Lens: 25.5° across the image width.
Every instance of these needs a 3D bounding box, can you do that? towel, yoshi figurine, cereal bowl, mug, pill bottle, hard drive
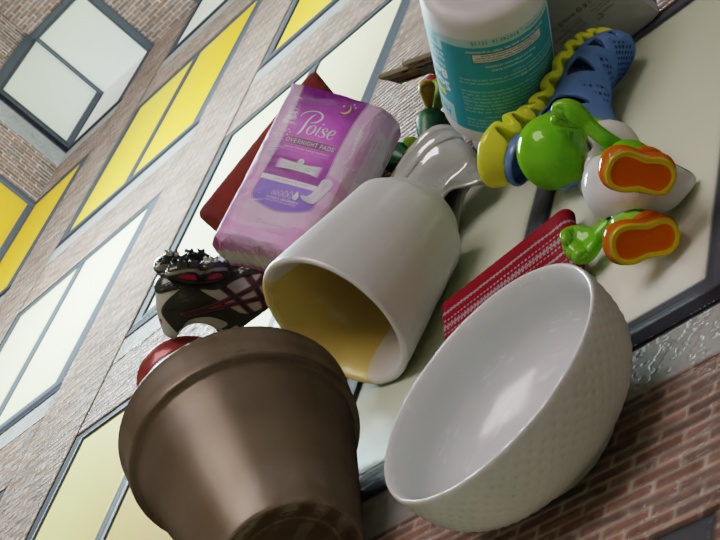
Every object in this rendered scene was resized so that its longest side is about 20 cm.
[{"bbox_3d":[0.124,0.042,1.259,0.145,0.022,0.200,-40,23,22],"label":"towel"},{"bbox_3d":[0.174,-0.074,1.223,0.112,0.112,0.200,-46,16,10],"label":"yoshi figurine"},{"bbox_3d":[0.111,0.097,1.083,0.200,0.083,0.200,-43,20,20],"label":"cereal bowl"},{"bbox_3d":[0.001,-0.006,1.440,0.186,0.150,0.153,6,46,40],"label":"mug"},{"bbox_3d":[0.121,-0.190,1.437,0.110,0.200,0.111,-7,49,9],"label":"pill bottle"},{"bbox_3d":[0.160,-0.258,1.469,0.132,0.200,0.025,-38,35,32],"label":"hard drive"}]

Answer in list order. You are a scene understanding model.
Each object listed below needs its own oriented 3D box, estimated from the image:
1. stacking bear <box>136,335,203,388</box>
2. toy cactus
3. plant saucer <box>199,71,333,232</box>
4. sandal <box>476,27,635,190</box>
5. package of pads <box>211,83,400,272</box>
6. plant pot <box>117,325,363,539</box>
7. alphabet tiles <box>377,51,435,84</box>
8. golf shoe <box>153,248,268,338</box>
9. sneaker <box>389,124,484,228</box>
[{"bbox_3d":[-0.163,0.153,1.586,0.121,0.114,0.200,-47,23,8],"label":"stacking bear"},{"bbox_3d":[0.045,-0.126,1.679,0.200,0.102,0.165,-45,27,-10],"label":"toy cactus"},{"bbox_3d":[-0.064,-0.092,1.760,0.037,0.200,0.200,36,85,32],"label":"plant saucer"},{"bbox_3d":[0.190,-0.134,1.392,0.087,0.080,0.200,23,61,32],"label":"sandal"},{"bbox_3d":[-0.052,-0.083,1.604,0.120,0.076,0.201,17,70,25],"label":"package of pads"},{"bbox_3d":[-0.079,0.173,1.255,0.200,0.200,0.174,-46,35,12],"label":"plant pot"},{"bbox_3d":[0.121,-0.225,1.607,0.199,0.006,0.166,-18,0,14],"label":"alphabet tiles"},{"bbox_3d":[-0.124,0.022,1.678,0.077,0.199,0.088,-154,65,-63],"label":"golf shoe"},{"bbox_3d":[0.049,-0.040,1.531,0.089,0.075,0.200,51,124,27],"label":"sneaker"}]
